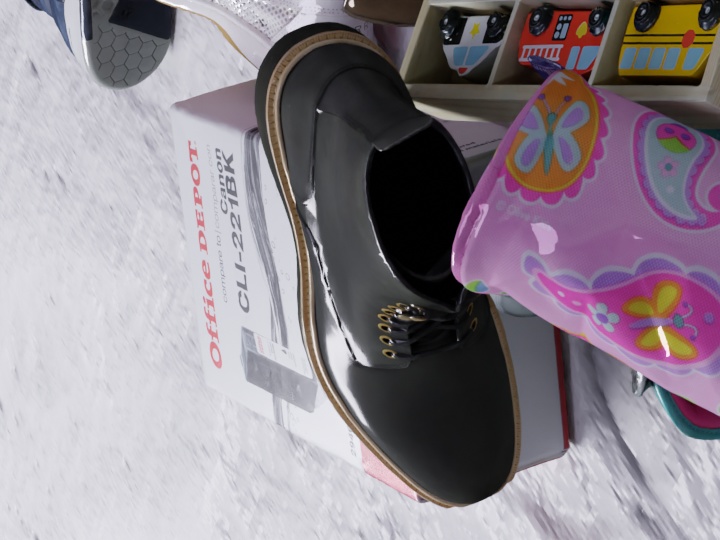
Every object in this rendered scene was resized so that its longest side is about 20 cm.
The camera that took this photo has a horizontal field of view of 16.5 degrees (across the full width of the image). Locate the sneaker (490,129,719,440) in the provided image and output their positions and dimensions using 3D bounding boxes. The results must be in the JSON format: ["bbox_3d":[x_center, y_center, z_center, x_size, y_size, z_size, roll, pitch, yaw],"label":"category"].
[{"bbox_3d":[0.111,0.009,0.925,0.200,0.083,0.122,-44,56,58],"label":"sneaker"}]

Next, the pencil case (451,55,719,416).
[{"bbox_3d":[0.128,0.007,0.800,0.199,0.087,0.088,26,132,16],"label":"pencil case"}]

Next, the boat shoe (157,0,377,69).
[{"bbox_3d":[-0.057,-0.155,1.166,0.200,0.070,0.070,35,132,39],"label":"boat shoe"}]

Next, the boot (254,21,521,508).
[{"bbox_3d":[0.022,0.018,0.906,0.201,0.077,0.138,65,173,-22],"label":"boot"}]

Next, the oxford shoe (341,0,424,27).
[{"bbox_3d":[0.005,-0.196,0.994,0.073,0.084,0.202,-101,4,-81],"label":"oxford shoe"}]

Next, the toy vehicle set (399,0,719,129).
[{"bbox_3d":[0.091,-0.115,0.886,0.200,0.026,0.125,7,77,60],"label":"toy vehicle set"}]

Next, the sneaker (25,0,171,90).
[{"bbox_3d":[-0.157,-0.215,1.304,0.146,0.076,0.203,47,143,37],"label":"sneaker"}]

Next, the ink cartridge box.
[{"bbox_3d":[0.000,0.000,1.114,0.200,0.083,0.146,23,124,57],"label":"ink cartridge box"}]
